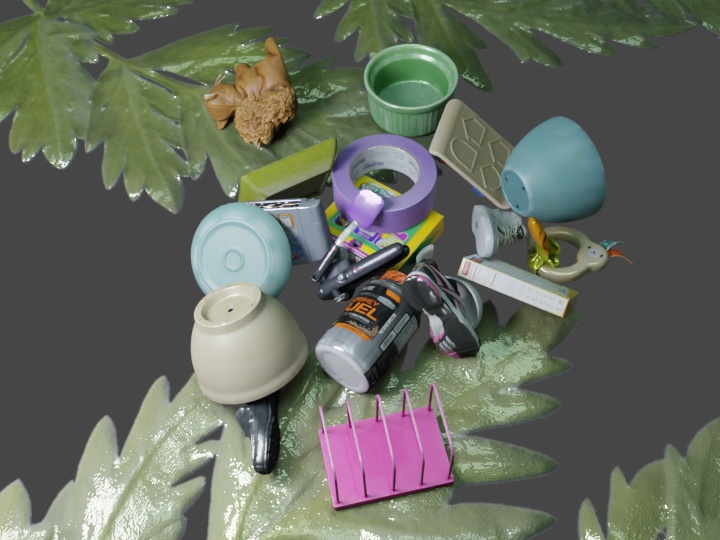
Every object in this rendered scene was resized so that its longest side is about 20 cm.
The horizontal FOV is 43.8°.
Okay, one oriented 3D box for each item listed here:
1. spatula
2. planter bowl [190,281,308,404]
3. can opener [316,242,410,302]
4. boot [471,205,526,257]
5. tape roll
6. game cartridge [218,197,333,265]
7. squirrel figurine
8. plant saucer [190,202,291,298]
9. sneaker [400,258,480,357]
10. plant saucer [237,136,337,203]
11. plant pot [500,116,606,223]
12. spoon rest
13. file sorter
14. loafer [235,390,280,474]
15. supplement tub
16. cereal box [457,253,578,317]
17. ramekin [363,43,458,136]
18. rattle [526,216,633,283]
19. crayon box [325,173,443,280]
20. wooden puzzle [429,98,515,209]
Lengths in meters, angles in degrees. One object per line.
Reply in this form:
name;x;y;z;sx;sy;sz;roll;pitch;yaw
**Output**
spatula;-0.032;-0.059;1.633;0.056;0.021;0.201;38;96;15
planter bowl;-0.202;0.106;1.506;0.199;0.135;0.201;-14;33;9
can opener;0.000;0.000;1.613;0.199;0.063;0.079;-27;79;31
boot;0.263;-0.075;1.662;0.095;0.074;0.200;4;23;0
tape roll;0.046;-0.168;1.710;0.198;0.066;0.201;-1;52;1
game cartridge;-0.154;-0.069;1.665;0.198;0.134;0.042;-3;33;16
squirrel figurine;-0.232;-0.358;1.885;0.185;0.142;0.201;-20;53;-4
plant saucer;-0.224;-0.021;1.622;0.198;0.036;0.202;2;97;15
sneaker;0.153;0.060;1.545;0.080;0.201;0.087;-12;34;35
plant saucer;-0.135;-0.164;1.719;0.199;0.200;0.048;-26;81;-16
plant pot;0.345;-0.172;1.686;0.134;0.201;0.201;-23;57;-18
spoon rest;0.155;0.032;1.624;0.060;0.100;0.200;-14;44;-25
file sorter;0.039;0.273;1.427;0.198;0.126;0.140;-11;55;-6
loafer;-0.172;0.249;1.490;0.070;0.068;0.202;-10;49;4
supplement tub;0.024;0.102;1.552;0.122;0.123;0.200;29;60;21
cereal box;0.283;0.023;1.599;0.199;0.144;0.040;22;102;18
ramekin;0.107;-0.380;1.909;0.198;0.098;0.201;-1;54;1
rattle;0.408;-0.060;1.651;0.198;0.144;0.131;1;36;10
crayon box;0.031;-0.077;1.719;0.199;0.058;0.173;30;59;22
wooden puzzle;0.231;-0.227;1.784;0.199;0.046;0.186;34;46;-12
